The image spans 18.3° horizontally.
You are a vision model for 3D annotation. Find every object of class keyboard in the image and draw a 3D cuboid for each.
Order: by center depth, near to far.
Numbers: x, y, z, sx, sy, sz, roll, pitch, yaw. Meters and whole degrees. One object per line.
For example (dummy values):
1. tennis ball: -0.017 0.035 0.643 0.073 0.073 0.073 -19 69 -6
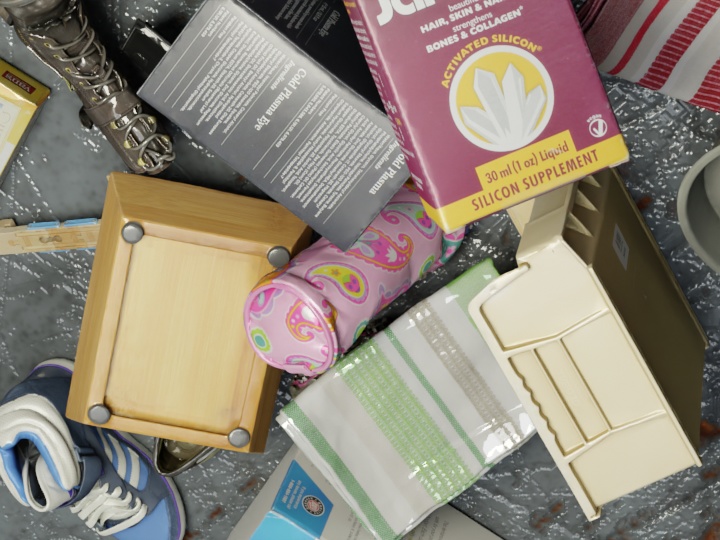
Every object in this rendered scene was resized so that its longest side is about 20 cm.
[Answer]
1. keyboard: -0.096 -0.110 1.660 0.200 0.127 0.021 40 73 -6

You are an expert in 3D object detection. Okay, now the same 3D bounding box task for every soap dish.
1. soap dish: -0.129 0.038 1.677 0.157 0.081 0.200 11 106 -5

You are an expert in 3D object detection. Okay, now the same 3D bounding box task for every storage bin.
1. storage bin: 0.167 0.036 1.607 0.094 0.200 0.199 -25 107 20

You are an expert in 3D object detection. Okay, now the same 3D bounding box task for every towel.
1. towel: 0.244 -0.175 1.526 0.200 0.023 0.144 14 126 -37
2. towel: 0.056 0.102 1.671 0.200 0.031 0.149 -37 115 2

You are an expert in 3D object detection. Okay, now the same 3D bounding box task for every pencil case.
1. pencil case: 0.000 0.000 1.632 0.087 0.200 0.088 19 127 27

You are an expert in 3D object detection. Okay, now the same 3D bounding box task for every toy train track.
1. toy train track: -0.201 -0.037 1.749 0.200 0.033 0.115 -5 131 21

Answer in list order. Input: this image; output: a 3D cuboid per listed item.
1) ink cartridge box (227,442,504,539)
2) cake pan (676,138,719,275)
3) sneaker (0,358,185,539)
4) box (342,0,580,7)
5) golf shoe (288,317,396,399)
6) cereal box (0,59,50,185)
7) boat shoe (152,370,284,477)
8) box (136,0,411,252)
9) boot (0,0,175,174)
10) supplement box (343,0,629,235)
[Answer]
1. ink cartridge box: -0.005 0.252 1.777 0.200 0.147 0.145 33 118 -4
2. cake pan: 0.326 -0.045 1.582 0.200 0.037 0.200 12 145 9
3. sneaker: -0.226 0.178 1.791 0.081 0.146 0.200 -25 107 22
4. box: 0.070 -0.246 1.513 0.197 0.117 0.200 37 97 -6
5. golf shoe: 0.041 0.079 1.727 0.200 0.073 0.092 -20 111 20
6. cereal box: -0.349 -0.095 1.750 0.144 0.040 0.200 32 118 -3
7. boat shoe: -0.105 0.088 1.767 0.073 0.065 0.200 28 117 -1
8. box: -0.034 -0.136 1.570 0.182 0.200 0.104 37 115 -5
9. boot: -0.191 -0.147 1.624 0.069 0.200 0.174 -37 98 -6
10. supplement box: 0.072 -0.142 1.415 0.131 0.103 0.200 -23 99 -1
